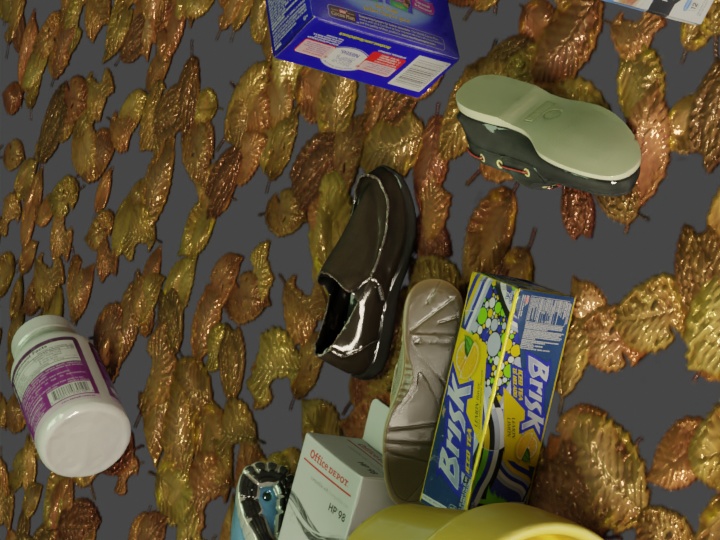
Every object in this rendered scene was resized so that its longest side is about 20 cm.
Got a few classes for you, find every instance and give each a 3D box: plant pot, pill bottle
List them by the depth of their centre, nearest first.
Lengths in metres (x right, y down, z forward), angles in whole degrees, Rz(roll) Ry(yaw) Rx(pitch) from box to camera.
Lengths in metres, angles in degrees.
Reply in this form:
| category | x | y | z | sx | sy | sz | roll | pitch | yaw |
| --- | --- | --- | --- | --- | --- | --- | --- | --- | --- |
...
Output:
| category | x | y | z | sx | sy | sz | roll | pitch | yaw |
| --- | --- | --- | --- | --- | --- | --- | --- | --- | --- |
| plant pot | 0.077 | 0.262 | 1.431 | 0.189 | 0.200 | 0.202 | 18 | 97 | 56 |
| pill bottle | -0.350 | 0.143 | 2.231 | 0.113 | 0.112 | 0.200 | -64 | 35 | 25 |

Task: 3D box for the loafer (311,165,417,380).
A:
| category | x | y | z | sx | sy | sz | roll | pitch | yaw |
| --- | --- | --- | --- | --- | --- | --- | --- | --- | --- |
| loafer | 0.000 | 0.000 | 1.746 | 0.073 | 0.071 | 0.201 | 4 | 86 | 58 |

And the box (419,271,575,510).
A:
| category | x | y | z | sx | sy | sz | roll | pitch | yaw |
| --- | --- | --- | --- | --- | --- | --- | --- | --- | --- |
| box | 0.112 | 0.108 | 1.549 | 0.070 | 0.064 | 0.201 | 22 | 101 | 57 |

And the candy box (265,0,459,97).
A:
| category | x | y | z | sx | sy | sz | roll | pitch | yaw |
| --- | --- | --- | --- | --- | --- | --- | --- | --- | --- |
| candy box | -0.008 | -0.277 | 1.736 | 0.077 | 0.168 | 0.201 | -36 | 52 | 44 |

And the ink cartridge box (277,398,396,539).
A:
| category | x | y | z | sx | sy | sz | roll | pitch | yaw |
| --- | --- | --- | --- | --- | --- | --- | --- | --- | --- |
| ink cartridge box | -0.013 | 0.224 | 1.716 | 0.116 | 0.066 | 0.201 | 30 | 108 | 57 |

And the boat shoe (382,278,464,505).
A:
| category | x | y | z | sx | sy | sz | roll | pitch | yaw |
| --- | --- | --- | --- | --- | --- | --- | --- | --- | --- |
| boat shoe | 0.059 | 0.107 | 1.642 | 0.065 | 0.072 | 0.201 | -7 | -79 | -86 |

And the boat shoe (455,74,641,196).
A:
| category | x | y | z | sx | sy | sz | roll | pitch | yaw |
| --- | --- | --- | --- | --- | --- | --- | --- | --- | --- |
| boat shoe | 0.156 | -0.101 | 1.538 | 0.201 | 0.074 | 0.063 | 29 | 143 | 46 |

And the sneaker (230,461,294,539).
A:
| category | x | y | z | sx | sy | sz | roll | pitch | yaw |
| --- | --- | --- | --- | --- | --- | --- | --- | --- | --- |
| sneaker | -0.088 | 0.293 | 1.836 | 0.090 | 0.078 | 0.201 | 122 | 149 | -63 |

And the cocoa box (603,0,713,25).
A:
| category | x | y | z | sx | sy | sz | roll | pitch | yaw |
| --- | --- | --- | --- | --- | --- | --- | --- | --- | --- |
| cocoa box | 0.194 | -0.301 | 1.456 | 0.134 | 0.131 | 0.200 | -64 | 36 | 25 |
